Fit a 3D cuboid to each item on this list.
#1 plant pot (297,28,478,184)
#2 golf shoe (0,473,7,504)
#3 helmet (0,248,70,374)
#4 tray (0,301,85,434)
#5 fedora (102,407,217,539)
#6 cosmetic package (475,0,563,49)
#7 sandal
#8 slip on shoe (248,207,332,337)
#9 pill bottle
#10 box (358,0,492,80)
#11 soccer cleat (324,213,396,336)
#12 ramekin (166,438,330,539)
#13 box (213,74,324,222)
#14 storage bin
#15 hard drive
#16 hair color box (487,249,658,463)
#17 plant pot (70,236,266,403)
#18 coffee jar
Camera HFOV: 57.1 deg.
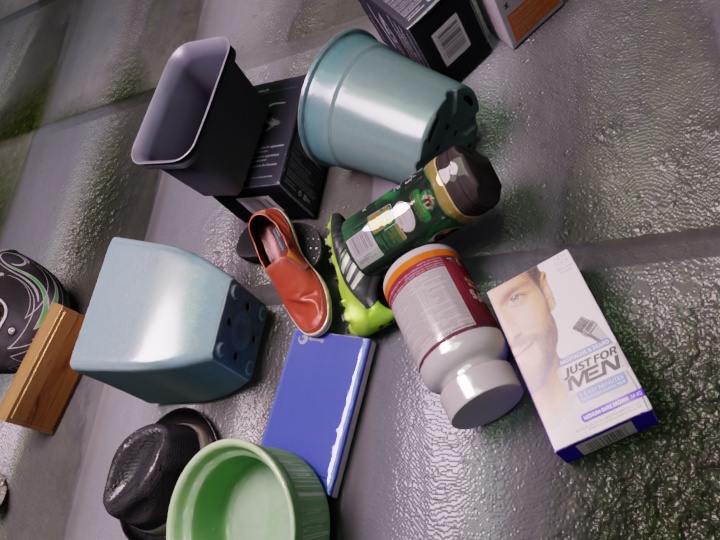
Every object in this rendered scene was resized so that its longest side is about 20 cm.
[{"bbox_3d":[0.049,-0.211,0.928,0.194,0.200,0.203,28,81,29],"label":"plant pot"},{"bbox_3d":[-0.675,0.384,1.144,0.198,0.078,0.099,23,96,43],"label":"golf shoe"},{"bbox_3d":[-0.615,0.081,1.171,0.199,0.200,0.191,-41,89,6],"label":"helmet"},{"bbox_3d":[-0.525,0.168,1.130,0.036,0.099,0.203,13,73,33],"label":"tray"},{"bbox_3d":[-0.295,0.285,0.934,0.197,0.091,0.205,-14,59,25],"label":"fedora"},{"bbox_3d":[0.205,-0.424,0.923,0.101,0.200,0.072,-41,52,7],"label":"cosmetic package"},{"bbox_3d":[-0.115,-0.035,1.023,0.198,0.048,0.077,12,74,45],"label":"sandal"},{"bbox_3d":[-0.102,0.002,0.925,0.073,0.061,0.203,-32,75,23],"label":"slip on shoe"},{"bbox_3d":[0.108,0.076,0.786,0.109,0.109,0.202,-33,54,12],"label":"pill bottle"},{"bbox_3d":[0.088,-0.395,1.013,0.104,0.148,0.201,-41,53,6],"label":"box"},{"bbox_3d":[0.000,0.000,0.927,0.079,0.068,0.203,-15,56,1],"label":"soccer cleat"},{"bbox_3d":[-0.131,0.310,0.801,0.196,0.097,0.205,-9,72,30],"label":"ramekin"},{"bbox_3d":[-0.137,-0.193,1.065,0.145,0.104,0.204,-1,65,31],"label":"box"},{"bbox_3d":[-0.226,-0.209,0.967,0.143,0.134,0.204,3,67,32],"label":"storage bin"},{"bbox_3d":[-0.062,0.184,0.887,0.130,0.025,0.204,3,68,33],"label":"hard drive"},{"bbox_3d":[0.229,0.092,0.734,0.108,0.065,0.203,-29,53,16],"label":"hair color box"},{"bbox_3d":[-0.252,0.083,0.958,0.196,0.197,0.200,2,66,23],"label":"plant pot"},{"bbox_3d":[0.076,-0.074,0.828,0.198,0.104,0.087,-32,80,30],"label":"coffee jar"}]
